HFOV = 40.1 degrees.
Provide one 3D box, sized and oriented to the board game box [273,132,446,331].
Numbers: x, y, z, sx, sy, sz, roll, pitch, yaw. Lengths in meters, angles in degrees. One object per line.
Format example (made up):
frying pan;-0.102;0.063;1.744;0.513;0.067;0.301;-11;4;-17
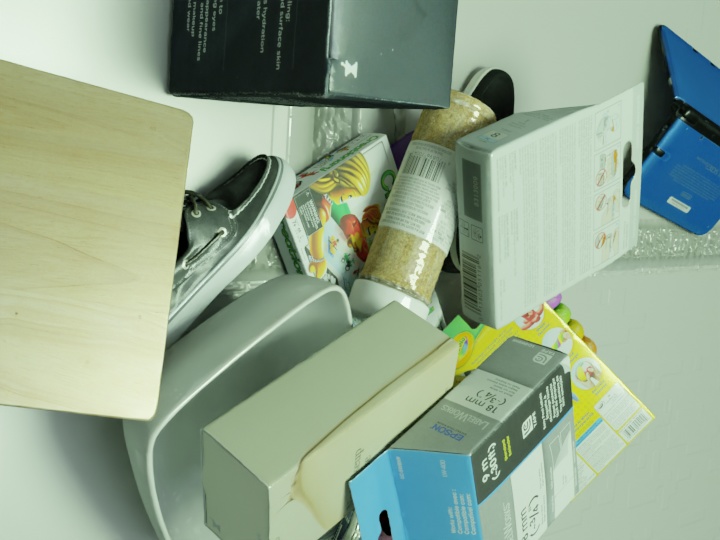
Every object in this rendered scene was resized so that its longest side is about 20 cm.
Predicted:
board game box;0.000;0.000;0.862;0.126;0.034;0.203;-36;119;-31

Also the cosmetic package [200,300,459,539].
cosmetic package;-0.019;0.118;0.721;0.199;0.072;0.105;-33;142;-37

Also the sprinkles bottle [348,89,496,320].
sprinkles bottle;0.052;-0.048;0.829;0.068;0.068;0.204;28;80;-40

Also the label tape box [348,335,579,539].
label tape box;0.089;0.168;0.762;0.199;0.063;0.147;-36;128;-35

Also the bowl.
bowl;-0.094;0.108;0.743;0.199;0.074;0.202;-39;143;-31

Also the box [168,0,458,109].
box;-0.034;-0.217;0.688;0.116;0.198;0.201;-1;99;-40

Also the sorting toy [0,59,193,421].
sorting toy;-0.219;-0.019;0.615;0.197;0.069;0.204;12;78;-29

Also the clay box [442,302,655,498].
clay box;0.165;0.103;0.924;0.115;0.048;0.200;-44;94;4

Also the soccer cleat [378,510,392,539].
soccer cleat;-0.002;0.240;0.863;0.067;0.073;0.204;3;107;-45

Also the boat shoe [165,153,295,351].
boat shoe;-0.128;-0.022;0.732;0.201;0.069;0.067;-49;126;-14

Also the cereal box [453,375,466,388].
cereal box;0.094;0.196;0.900;0.140;0.040;0.204;5;108;0

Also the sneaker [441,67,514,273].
sneaker;0.133;-0.089;0.912;0.072;0.111;0.204;22;83;-41

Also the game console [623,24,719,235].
game console;0.386;-0.162;1.183;0.198;0.119;0.172;18;116;-40

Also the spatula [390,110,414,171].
spatula;0.029;-0.150;0.862;0.056;0.020;0.203;-36;119;-29

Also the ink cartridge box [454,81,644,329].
ink cartridge box;0.167;-0.063;0.851;0.198;0.047;0.163;-27;124;-32

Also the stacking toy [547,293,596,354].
stacking toy;0.177;0.057;0.995;0.114;0.110;0.203;-24;99;1

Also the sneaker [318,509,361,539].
sneaker;-0.051;0.229;0.778;0.084;0.077;0.203;24;76;1
